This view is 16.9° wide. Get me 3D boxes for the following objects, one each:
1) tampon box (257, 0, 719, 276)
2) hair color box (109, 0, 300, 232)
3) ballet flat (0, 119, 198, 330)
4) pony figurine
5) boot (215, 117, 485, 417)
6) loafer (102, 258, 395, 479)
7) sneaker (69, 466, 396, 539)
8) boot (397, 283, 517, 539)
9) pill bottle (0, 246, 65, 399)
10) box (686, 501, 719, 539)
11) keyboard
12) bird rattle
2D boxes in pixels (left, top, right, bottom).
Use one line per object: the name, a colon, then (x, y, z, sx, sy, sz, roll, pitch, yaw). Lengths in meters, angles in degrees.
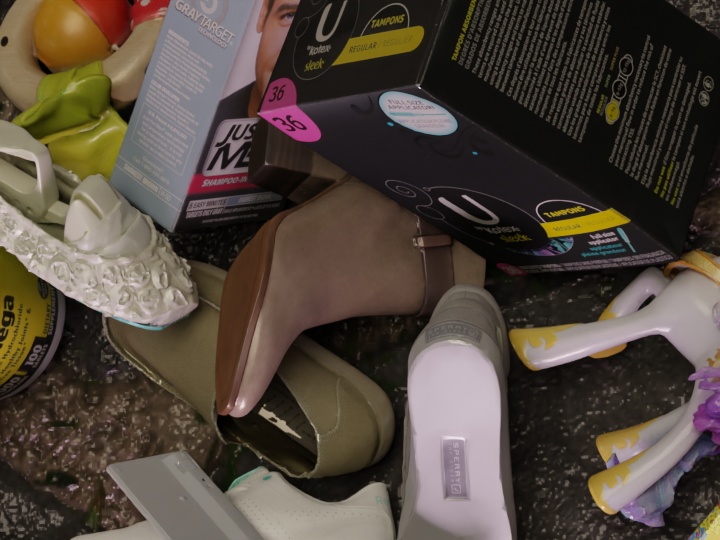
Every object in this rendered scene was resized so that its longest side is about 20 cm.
tampon box: (0.076, -0.099, 1.314, 0.149, 0.199, 0.127, -6, 60, 54)
hair color box: (-0.065, -0.126, 1.400, 0.060, 0.099, 0.201, 34, 116, 30)
ballet flat: (-0.178, -0.037, 1.385, 0.199, 0.072, 0.072, 30, 86, 13)
pony figurine: (0.202, 0.048, 1.312, 0.200, 0.166, 0.194, -38, 60, 20)
boot: (0.000, 0.000, 1.381, 0.145, 0.070, 0.201, 16, 73, -22)
loafer: (-0.074, 0.057, 1.407, 0.199, 0.068, 0.076, 27, 117, 19)
sneaker: (-0.076, 0.154, 1.403, 0.198, 0.075, 0.089, 1, 65, 9)
boot: (0.060, 0.110, 1.365, 0.073, 0.096, 0.201, 7, 112, 9)
pill bottle: (-0.263, 0.017, 1.406, 0.112, 0.200, 0.113, -2, 84, 21)
box: (0.196, 0.221, 1.234, 0.122, 0.193, 0.200, 41, 89, 21)
keyboard: (-0.065, 0.168, 1.330, 0.200, 0.056, 0.011, 45, 130, 32)
bird rattle: (-0.153, -0.146, 1.480, 0.163, 0.113, 0.200, 33, 84, 37)
